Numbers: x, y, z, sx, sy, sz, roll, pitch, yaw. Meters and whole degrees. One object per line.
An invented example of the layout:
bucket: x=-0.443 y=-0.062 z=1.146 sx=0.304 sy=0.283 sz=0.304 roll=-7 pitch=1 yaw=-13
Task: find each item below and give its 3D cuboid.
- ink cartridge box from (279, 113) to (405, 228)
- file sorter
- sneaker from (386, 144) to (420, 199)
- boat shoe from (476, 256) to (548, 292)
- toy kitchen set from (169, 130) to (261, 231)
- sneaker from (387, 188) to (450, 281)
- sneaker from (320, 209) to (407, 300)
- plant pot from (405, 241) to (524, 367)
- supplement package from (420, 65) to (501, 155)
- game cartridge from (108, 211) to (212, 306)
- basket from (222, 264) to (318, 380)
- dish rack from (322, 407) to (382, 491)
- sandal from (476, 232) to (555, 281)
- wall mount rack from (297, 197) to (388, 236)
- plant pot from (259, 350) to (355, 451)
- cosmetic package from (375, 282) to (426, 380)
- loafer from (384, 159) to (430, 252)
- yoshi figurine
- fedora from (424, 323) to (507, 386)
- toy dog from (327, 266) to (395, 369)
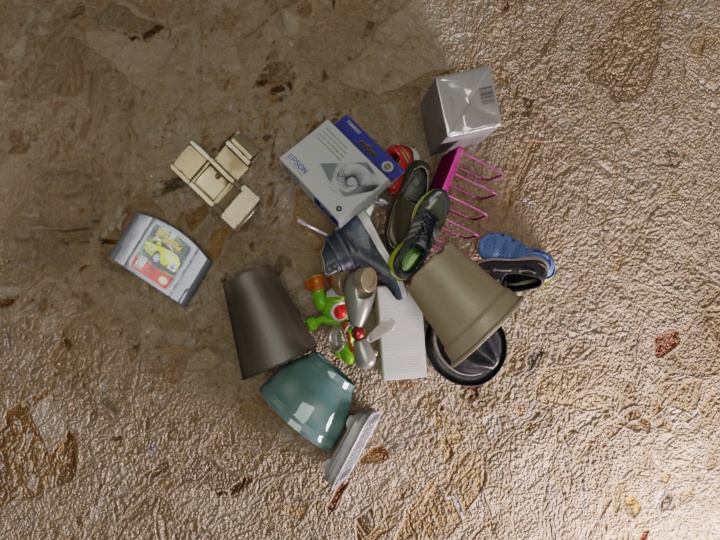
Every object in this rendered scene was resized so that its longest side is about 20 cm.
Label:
ink cartridge box: x=-0.036 y=-0.222 z=1.341 sx=0.199 sy=0.041 sz=0.200 roll=-41 pitch=74 yaw=-16
file sorter: x=0.210 y=-0.140 z=1.388 sx=0.123 sy=0.139 sz=0.204 roll=23 pitch=88 yaw=-7
sneaker: x=0.083 y=-0.175 z=1.398 sx=0.083 sy=0.076 sz=0.206 roll=3 pitch=79 yaw=-36
boat shoe: x=0.309 y=0.018 z=1.390 sx=0.195 sy=0.063 sz=0.074 roll=-10 pitch=123 yaw=27
toy kitchen set: x=-0.277 y=-0.212 z=1.326 sx=0.200 sy=0.180 sz=0.164 roll=42 pitch=86 yaw=-7
sneaker: x=0.125 y=-0.067 z=1.267 sx=0.073 sy=0.081 sz=0.204 roll=25 pitch=93 yaw=-11
sneaker: x=-0.001 y=-0.001 z=1.334 sx=0.144 sy=0.077 sz=0.205 roll=-32 pitch=93 yaw=-7
plant pot: x=0.194 y=0.055 z=1.278 sx=0.200 sy=0.201 sz=0.184 roll=-43 pitch=82 yaw=-3
supplement package: x=0.208 y=-0.334 z=1.355 sx=0.117 sy=0.200 sz=0.125 roll=-13 pitch=91 yaw=-4
game cartridge: x=-0.429 y=-0.032 z=1.388 sx=0.197 sy=0.041 sz=0.135 roll=33 pitch=84 yaw=-4
basket: x=-0.205 y=0.102 z=1.360 sx=0.176 sy=0.136 sz=0.205 roll=-22 pitch=88 yaw=3
dish rack: x=-0.019 y=0.365 z=1.346 sx=0.043 sy=0.200 sz=0.175 roll=27 pitch=87 yaw=14
sandal: x=0.355 y=-0.032 z=1.425 sx=0.195 sy=0.087 sz=0.082 roll=17 pitch=91 yaw=-3
wall mount rack: x=-0.038 y=-0.127 z=1.399 sx=0.170 sy=0.075 sz=0.204 roll=23 pitch=87 yaw=-3
plant pot: x=-0.093 y=0.255 z=1.331 sx=0.199 sy=0.200 sz=0.135 roll=40 pitch=87 yaw=-3
cosmetic package: x=0.087 y=0.132 z=1.410 sx=0.098 sy=0.071 sz=0.206 roll=-3 pitch=90 yaw=-4
loafer: x=0.097 y=-0.133 z=1.330 sx=0.073 sy=0.070 sz=0.205 roll=14 pitch=94 yaw=0
yoshi figurine: x=-0.055 y=0.109 z=1.393 sx=0.110 sy=0.112 sz=0.205 roll=-23 pitch=79 yaw=19
fedora: x=0.240 y=0.166 z=1.410 sx=0.195 sy=0.092 sz=0.207 roll=0 pitch=90 yaw=-4
toy dog: x=0.011 y=0.081 z=1.274 sx=0.095 sy=0.130 sz=0.205 roll=-13 pitch=117 yaw=-42
